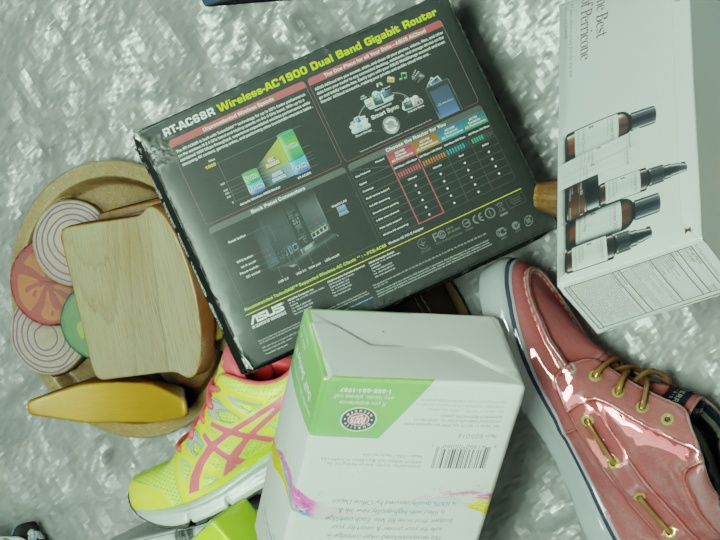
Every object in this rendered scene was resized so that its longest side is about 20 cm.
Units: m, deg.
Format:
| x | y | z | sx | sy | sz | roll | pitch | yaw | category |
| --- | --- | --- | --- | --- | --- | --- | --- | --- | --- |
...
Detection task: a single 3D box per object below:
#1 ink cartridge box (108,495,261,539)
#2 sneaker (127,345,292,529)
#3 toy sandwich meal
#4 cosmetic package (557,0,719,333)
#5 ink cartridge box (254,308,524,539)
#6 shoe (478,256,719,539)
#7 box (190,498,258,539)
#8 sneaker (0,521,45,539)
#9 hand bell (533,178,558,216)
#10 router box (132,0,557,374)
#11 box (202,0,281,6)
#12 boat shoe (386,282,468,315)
| x | y | z | sx | sy | sz | roll | pitch | yaw | category |
| --- | --- | --- | --- | --- | --- | --- | --- | --- | --- |
| -0.057 | 0.217 | 1.303 | 0.200 | 0.084 | 0.145 | -16 | 93 | 31 | ink cartridge box |
| -0.071 | 0.091 | 1.272 | 0.200 | 0.078 | 0.090 | -28 | 96 | 25 | sneaker |
| -0.159 | 0.023 | 1.330 | 0.205 | 0.070 | 0.205 | 6 | 103 | 29 | toy sandwich meal |
| 0.148 | -0.070 | 1.074 | 0.082 | 0.051 | 0.200 | -19 | 46 | 26 | cosmetic package |
| 0.009 | 0.122 | 1.158 | 0.067 | 0.117 | 0.200 | -110 | 29 | -53 | ink cartridge box |
| 0.147 | 0.072 | 1.168 | 0.091 | 0.071 | 0.200 | -24 | 93 | 30 | shoe |
| -0.052 | 0.250 | 1.230 | 0.122 | 0.048 | 0.200 | -43 | 82 | 31 | box |
| -0.220 | 0.220 | 1.410 | 0.200 | 0.072 | 0.073 | 32 | 87 | 13 | sneaker |
| 0.186 | -0.032 | 1.097 | 0.200 | 0.104 | 0.104 | 4 | 102 | 27 | hand bell |
| -0.009 | -0.048 | 1.174 | 0.200 | 0.062 | 0.150 | -24 | 87 | -6 | router box |
| -0.001 | -0.246 | 1.165 | 0.200 | 0.107 | 0.149 | -13 | 93 | 30 | box |
| 0.000 | 0.000 | 1.236 | 0.070 | 0.070 | 0.200 | -35 | 83 | 31 | boat shoe |
